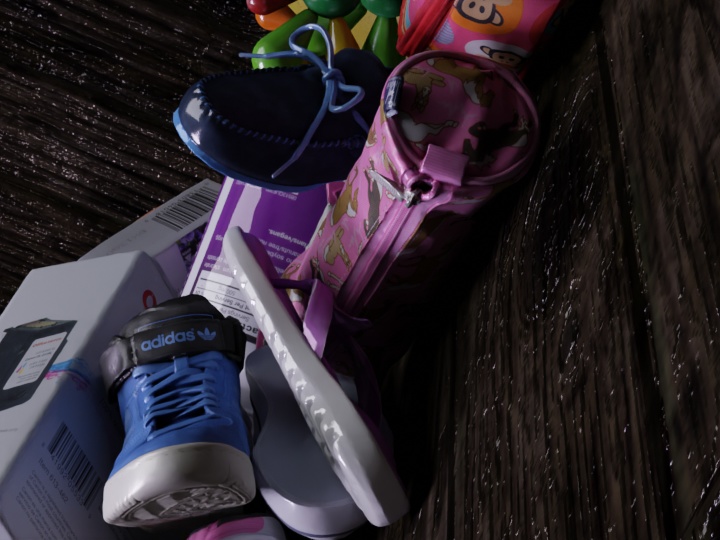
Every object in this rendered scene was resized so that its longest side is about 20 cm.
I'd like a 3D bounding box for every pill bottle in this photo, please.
[{"bbox_3d":[-0.048,0.009,1.480,0.112,0.112,0.201,156,135,-80],"label":"pill bottle"}]

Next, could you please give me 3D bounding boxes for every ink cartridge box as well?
[{"bbox_3d":[-0.100,0.054,1.570,0.109,0.200,0.050,-34,35,-26],"label":"ink cartridge box"},{"bbox_3d":[-0.150,0.109,1.283,0.083,0.146,0.200,-9,34,30],"label":"ink cartridge box"}]

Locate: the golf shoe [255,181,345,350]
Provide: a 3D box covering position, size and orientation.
[{"bbox_3d":[0.000,0.000,1.379,0.092,0.075,0.200,28,-95,-82],"label":"golf shoe"}]

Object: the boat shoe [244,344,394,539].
[{"bbox_3d":[-0.021,0.099,1.244,0.200,0.073,0.066,-100,5,-70],"label":"boat shoe"}]

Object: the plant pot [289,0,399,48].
[{"bbox_3d":[0.008,-0.232,1.648,0.200,0.142,0.201,-158,90,-82],"label":"plant pot"}]

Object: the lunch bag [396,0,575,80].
[{"bbox_3d":[0.087,-0.193,1.230,0.176,0.082,0.200,125,167,-77],"label":"lunch bag"}]

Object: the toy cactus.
[{"bbox_3d":[0.015,-0.178,1.321,0.102,0.200,0.165,45,146,36],"label":"toy cactus"}]

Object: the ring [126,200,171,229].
[{"bbox_3d":[-0.106,0.046,1.608,0.019,0.200,0.201,24,93,48],"label":"ring"}]

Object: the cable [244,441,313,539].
[{"bbox_3d":[-0.071,0.179,1.397,0.200,0.051,0.164,132,159,-68],"label":"cable"}]

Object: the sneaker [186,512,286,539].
[{"bbox_3d":[-0.073,0.223,1.199,0.086,0.080,0.200,-129,44,-52],"label":"sneaker"}]

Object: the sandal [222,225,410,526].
[{"bbox_3d":[-0.011,0.046,1.169,0.203,0.050,0.083,59,174,45],"label":"sandal"}]

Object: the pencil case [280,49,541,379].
[{"bbox_3d":[0.019,-0.024,1.209,0.083,0.086,0.200,70,152,25],"label":"pencil case"}]

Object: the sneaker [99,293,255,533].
[{"bbox_3d":[-0.091,0.065,1.182,0.200,0.076,0.112,84,178,-81],"label":"sneaker"}]

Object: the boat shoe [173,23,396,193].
[{"bbox_3d":[-0.010,-0.090,1.251,0.200,0.084,0.069,-8,-33,-48],"label":"boat shoe"}]
